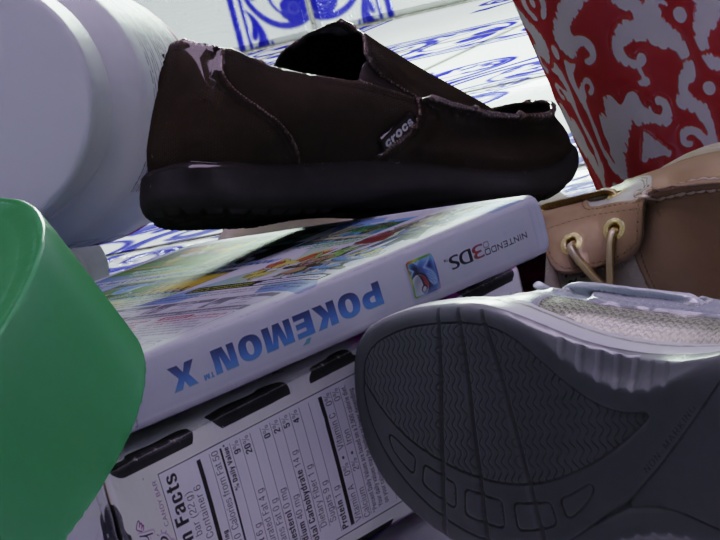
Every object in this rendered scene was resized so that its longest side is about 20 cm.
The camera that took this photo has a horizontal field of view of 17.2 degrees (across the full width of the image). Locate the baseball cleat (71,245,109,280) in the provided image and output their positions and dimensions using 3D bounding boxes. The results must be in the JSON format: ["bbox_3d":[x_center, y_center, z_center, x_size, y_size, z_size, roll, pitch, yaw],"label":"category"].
[{"bbox_3d":[-0.219,0.040,1.169,0.199,0.070,0.107,-23,14,13],"label":"baseball cleat"}]

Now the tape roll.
[{"bbox_3d":[-0.149,0.063,0.614,0.200,0.048,0.201,-31,23,14],"label":"tape roll"}]

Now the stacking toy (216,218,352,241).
[{"bbox_3d":[0.000,0.000,1.006,0.085,0.086,0.200,-12,4,15],"label":"stacking toy"}]

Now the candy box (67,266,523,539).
[{"bbox_3d":[-0.050,0.060,0.753,0.136,0.061,0.199,-8,11,43],"label":"candy box"}]

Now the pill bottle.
[{"bbox_3d":[-0.133,-0.064,0.965,0.112,0.114,0.200,-14,1,6],"label":"pill bottle"}]

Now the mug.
[{"bbox_3d":[0.138,-0.102,0.938,0.133,0.201,0.177,-26,10,-29],"label":"mug"}]

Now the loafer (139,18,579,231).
[{"bbox_3d":[0.006,-0.055,0.846,0.073,0.072,0.199,-6,-1,42],"label":"loafer"}]

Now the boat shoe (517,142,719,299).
[{"bbox_3d":[0.092,0.006,0.846,0.066,0.074,0.199,-26,4,-38],"label":"boat shoe"}]

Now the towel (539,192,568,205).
[{"bbox_3d":[0.046,-0.035,1.032,0.035,0.132,0.200,-58,3,7],"label":"towel"}]

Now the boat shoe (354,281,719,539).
[{"bbox_3d":[0.083,0.040,0.648,0.201,0.075,0.065,-2,8,43],"label":"boat shoe"}]

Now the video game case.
[{"bbox_3d":[-0.068,0.019,0.770,0.182,0.022,0.199,-22,9,-37],"label":"video game case"}]
